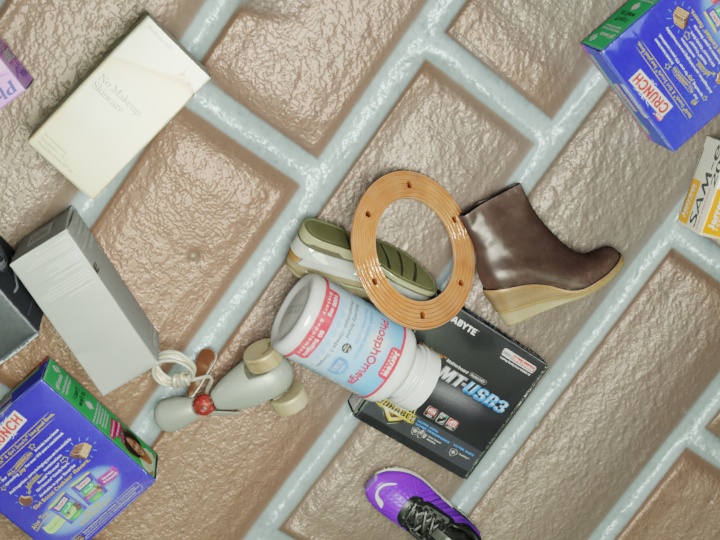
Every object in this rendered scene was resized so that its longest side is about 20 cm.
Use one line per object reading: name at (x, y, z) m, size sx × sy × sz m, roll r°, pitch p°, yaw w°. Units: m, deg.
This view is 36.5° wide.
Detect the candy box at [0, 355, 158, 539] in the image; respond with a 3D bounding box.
candy box at (-0.386, 0.240, 1.380) m, size 0.169 × 0.077 × 0.200 m, roll -41°, pitch 111°, yaw 5°

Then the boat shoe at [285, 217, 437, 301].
boat shoe at (0.000, 0.000, 1.388) m, size 0.199 × 0.075 × 0.069 m, roll 24°, pitch 119°, yaw -18°

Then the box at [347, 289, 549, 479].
box at (0.118, 0.153, 1.466) m, size 0.200 × 0.050 × 0.199 m, roll 33°, pitch 100°, yaw -19°

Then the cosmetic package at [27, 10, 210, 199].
cosmetic package at (-0.279, -0.192, 1.267) m, size 0.200 × 0.073 × 0.103 m, roll -45°, pitch 110°, yaw 6°

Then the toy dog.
toy dog at (-0.164, 0.140, 1.399) m, size 0.199 × 0.096 × 0.132 m, roll 0°, pitch 116°, yaw 3°

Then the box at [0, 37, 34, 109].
box at (-0.496, -0.232, 1.199) m, size 0.176 × 0.097 × 0.200 m, roll -36°, pitch 111°, yaw 1°

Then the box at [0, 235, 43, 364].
box at (-0.464, 0.005, 1.253) m, size 0.104 × 0.148 × 0.200 m, roll -35°, pitch 110°, yaw 1°

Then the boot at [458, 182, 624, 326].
boot at (0.238, -0.037, 1.418) m, size 0.199 × 0.072 × 0.167 m, roll -25°, pitch 101°, yaw -14°

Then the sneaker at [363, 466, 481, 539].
sneaker at (0.097, 0.343, 1.492) m, size 0.200 × 0.100 × 0.070 m, roll 35°, pitch 96°, yaw -19°

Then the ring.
ring at (0.065, -0.025, 1.361) m, size 0.200 × 0.019 × 0.201 m, roll 10°, pitch 74°, yaw -38°

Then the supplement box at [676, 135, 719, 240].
supplement box at (0.542, -0.092, 1.456) m, size 0.199 × 0.074 × 0.127 m, roll 11°, pitch 104°, yaw -14°

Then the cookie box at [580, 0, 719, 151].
cookie box at (0.408, -0.282, 1.369) m, size 0.200 × 0.075 × 0.171 m, roll -41°, pitch 110°, yaw 3°

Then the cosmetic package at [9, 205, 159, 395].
cosmetic package at (-0.327, 0.038, 1.312) m, size 0.090 × 0.107 × 0.200 m, roll -32°, pitch 112°, yaw 1°

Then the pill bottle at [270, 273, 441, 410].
pill bottle at (-0.003, 0.094, 1.348) m, size 0.200 × 0.109 × 0.109 m, roll 29°, pitch 100°, yaw -19°
